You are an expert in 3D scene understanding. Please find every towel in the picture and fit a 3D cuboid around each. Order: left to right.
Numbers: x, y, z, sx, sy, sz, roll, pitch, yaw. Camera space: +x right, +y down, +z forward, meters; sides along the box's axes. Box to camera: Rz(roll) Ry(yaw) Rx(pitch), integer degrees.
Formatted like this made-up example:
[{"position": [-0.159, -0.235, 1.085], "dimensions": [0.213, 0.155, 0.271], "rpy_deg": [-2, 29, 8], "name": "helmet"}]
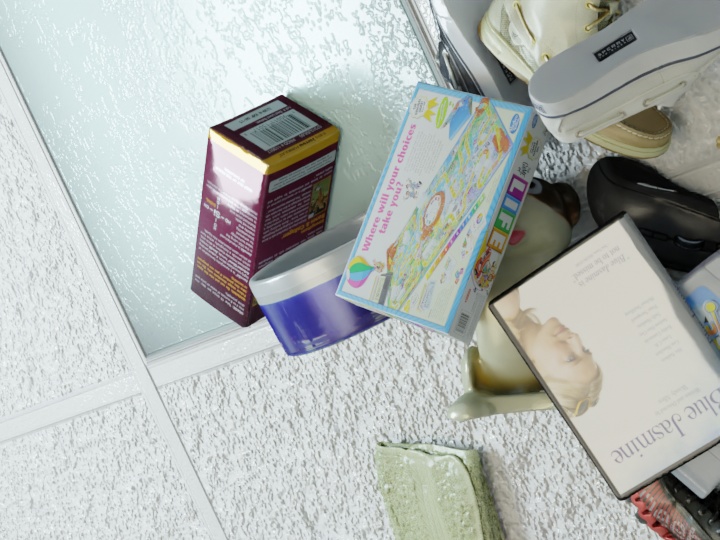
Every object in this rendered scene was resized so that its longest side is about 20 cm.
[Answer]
[{"position": [0.087, 0.272, 1.872], "dimensions": [0.147, 0.036, 0.202], "rpy_deg": [-2, 109, 46], "name": "towel"}]

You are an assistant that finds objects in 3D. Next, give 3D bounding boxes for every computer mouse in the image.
[{"position": [0.269, -0.056, 1.512], "dimensions": [0.199, 0.046, 0.142], "rpy_deg": [33, 132, 28], "name": "computer mouse"}]

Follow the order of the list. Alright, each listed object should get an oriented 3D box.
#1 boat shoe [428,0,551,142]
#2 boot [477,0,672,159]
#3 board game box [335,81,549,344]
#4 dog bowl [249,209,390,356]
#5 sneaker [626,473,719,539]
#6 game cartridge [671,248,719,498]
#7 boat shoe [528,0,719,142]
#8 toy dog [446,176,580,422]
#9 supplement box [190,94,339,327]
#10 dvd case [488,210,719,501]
[{"position": [0.097, -0.191, 1.595], "dimensions": [0.067, 0.072, 0.201], "rpy_deg": [-20, 104, 46], "name": "boat shoe"}, {"position": [0.199, -0.202, 1.487], "dimensions": [0.200, 0.072, 0.155], "rpy_deg": [43, 132, 19], "name": "boot"}, {"position": [0.070, -0.052, 1.538], "dimensions": [0.134, 0.034, 0.202], "rpy_deg": [19, 86, 41], "name": "board game box"}, {"position": [0.000, 0.000, 1.691], "dimensions": [0.199, 0.200, 0.079], "rpy_deg": [-19, 101, 47], "name": "dog bowl"}, {"position": [0.309, 0.222, 1.605], "dimensions": [0.201, 0.071, 0.098], "rpy_deg": [55, 138, 3], "name": "sneaker"}, {"position": [0.292, 0.074, 1.484], "dimensions": [0.133, 0.040, 0.201], "rpy_deg": [41, 113, 11], "name": "game cartridge"}, {"position": [0.232, -0.162, 1.430], "dimensions": [0.070, 0.199, 0.071], "rpy_deg": [56, -174, -44], "name": "boat shoe"}, {"position": [0.151, 0.017, 1.600], "dimensions": [0.138, 0.194, 0.203], "rpy_deg": [-5, 95, 23], "name": "toy dog"}, {"position": [-0.097, -0.059, 1.820], "dimensions": [0.085, 0.110, 0.202], "rpy_deg": [33, 131, 28], "name": "supplement box"}, {"position": [0.214, 0.072, 1.483], "dimensions": [0.142, 0.018, 0.201], "rpy_deg": [-35, 90, 23], "name": "dvd case"}]
